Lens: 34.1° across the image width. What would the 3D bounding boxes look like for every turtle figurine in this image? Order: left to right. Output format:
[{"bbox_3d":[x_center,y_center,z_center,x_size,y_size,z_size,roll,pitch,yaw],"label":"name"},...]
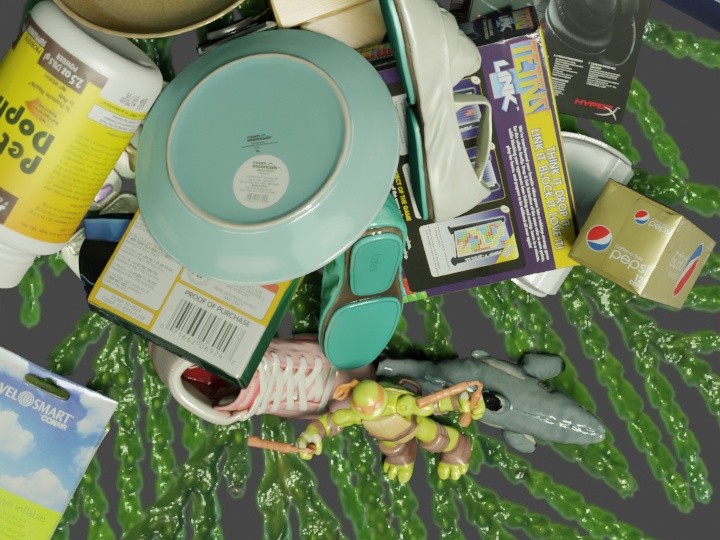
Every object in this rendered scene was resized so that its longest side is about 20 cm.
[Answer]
[{"bbox_3d":[0.019,0.126,0.962,0.198,0.065,0.161,-18,147,15],"label":"turtle figurine"}]

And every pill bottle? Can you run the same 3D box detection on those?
[{"bbox_3d":[-0.240,-0.090,0.875,0.108,0.109,0.201,31,102,-15],"label":"pill bottle"}]

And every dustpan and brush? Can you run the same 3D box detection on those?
[{"bbox_3d":[0.120,-0.074,0.971,0.198,0.057,0.141,31,101,-10],"label":"dustpan and brush"}]

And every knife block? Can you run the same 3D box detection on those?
[{"bbox_3d":[-0.050,-0.241,0.902,0.174,0.064,0.202,24,99,-16],"label":"knife block"}]

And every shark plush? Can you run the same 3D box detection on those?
[{"bbox_3d":[0.112,0.097,1.000,0.198,0.083,0.092,30,96,-15],"label":"shark plush"}]

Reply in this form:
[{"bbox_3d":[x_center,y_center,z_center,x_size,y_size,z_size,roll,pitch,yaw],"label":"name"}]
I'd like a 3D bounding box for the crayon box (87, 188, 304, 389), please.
[{"bbox_3d":[-0.095,-0.032,0.865,0.124,0.052,0.202,26,76,7],"label":"crayon box"}]

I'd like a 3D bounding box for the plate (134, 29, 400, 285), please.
[{"bbox_3d":[-0.070,-0.088,0.827,0.197,0.026,0.203,-4,68,11],"label":"plate"}]

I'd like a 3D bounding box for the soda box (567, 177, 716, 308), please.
[{"bbox_3d":[0.229,-0.017,0.937,0.064,0.200,0.068,30,98,22],"label":"soda box"}]

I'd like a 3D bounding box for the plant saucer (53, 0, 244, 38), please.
[{"bbox_3d":[-0.140,-0.249,0.858,0.197,0.036,0.203,-3,69,8],"label":"plant saucer"}]

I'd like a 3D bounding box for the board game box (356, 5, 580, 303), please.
[{"bbox_3d":[0.075,-0.084,0.907,0.163,0.057,0.202,-12,120,8],"label":"board game box"}]

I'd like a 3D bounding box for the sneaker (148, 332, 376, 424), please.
[{"bbox_3d":[-0.072,0.092,0.953,0.198,0.105,0.076,14,101,-19],"label":"sneaker"}]

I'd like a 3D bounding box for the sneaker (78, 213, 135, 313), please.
[{"bbox_3d":[-0.123,-0.003,0.929,0.197,0.070,0.079,2,98,-1],"label":"sneaker"}]

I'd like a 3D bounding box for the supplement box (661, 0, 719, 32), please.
[{"bbox_3d":[0.318,-0.299,0.930,0.108,0.109,0.202,23,99,-14],"label":"supplement box"}]

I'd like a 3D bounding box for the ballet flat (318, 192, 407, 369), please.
[{"bbox_3d":[0.000,0.000,0.897,0.066,0.071,0.201,-6,148,-11],"label":"ballet flat"}]

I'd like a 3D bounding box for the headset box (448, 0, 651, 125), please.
[{"bbox_3d":[0.154,-0.231,0.935,0.146,0.075,0.203,9,102,-12],"label":"headset box"}]

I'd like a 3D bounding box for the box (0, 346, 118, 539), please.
[{"bbox_3d":[-0.293,0.164,0.963,0.121,0.048,0.202,27,97,-15],"label":"box"}]

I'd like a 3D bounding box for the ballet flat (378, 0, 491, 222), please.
[{"bbox_3d":[0.057,-0.124,0.818,0.069,0.070,0.202,-17,128,-6],"label":"ballet flat"}]

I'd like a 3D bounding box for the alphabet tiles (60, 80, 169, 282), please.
[{"bbox_3d":[-0.142,-0.045,0.958,0.199,0.015,0.196,-40,107,0],"label":"alphabet tiles"}]
